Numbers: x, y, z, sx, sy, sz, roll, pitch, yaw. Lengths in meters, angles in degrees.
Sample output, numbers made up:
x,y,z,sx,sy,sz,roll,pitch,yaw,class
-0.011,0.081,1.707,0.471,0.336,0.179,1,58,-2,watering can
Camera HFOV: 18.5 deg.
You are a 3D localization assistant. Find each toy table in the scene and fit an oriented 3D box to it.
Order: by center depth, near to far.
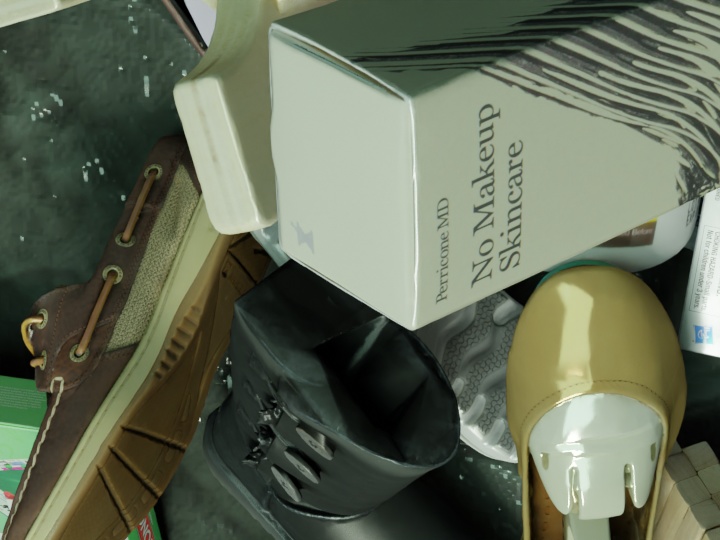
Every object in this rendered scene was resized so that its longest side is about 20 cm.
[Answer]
x,y,z,sx,sy,sz,roll,pitch,yaw,class
-0.039,-0.119,0.736,0.183,0.117,0.201,-24,94,33,toy table

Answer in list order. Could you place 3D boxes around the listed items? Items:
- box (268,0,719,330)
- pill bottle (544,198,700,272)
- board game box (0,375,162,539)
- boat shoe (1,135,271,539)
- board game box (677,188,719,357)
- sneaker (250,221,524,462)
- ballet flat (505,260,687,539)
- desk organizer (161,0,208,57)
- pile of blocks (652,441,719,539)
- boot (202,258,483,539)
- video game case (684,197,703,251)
x,y,z,sx,sy,sz,roll,pitch,yaw,class
0.070,-0.060,0.685,0.068,0.200,0.082,31,135,42,box
0.084,-0.108,0.802,0.109,0.109,0.201,14,114,14,pill bottle
-0.191,0.097,0.998,0.199,0.029,0.135,7,135,15,board game box
-0.102,0.033,0.903,0.072,0.072,0.201,20,75,20,boat shoe
0.199,-0.054,0.799,0.134,0.045,0.201,13,114,14,board game box
0.000,0.000,0.891,0.200,0.075,0.082,53,160,-7,sneaker
0.091,0.083,0.834,0.068,0.063,0.200,-5,136,1,ballet flat
-0.080,-0.187,0.847,0.072,0.077,0.200,-32,97,27,desk organizer
0.150,0.150,0.919,0.062,0.082,0.201,-16,122,-20,pile of blocks
0.013,0.081,0.865,0.165,0.066,0.200,36,157,3,boot
0.207,-0.077,0.823,0.143,0.018,0.201,22,117,11,video game case
